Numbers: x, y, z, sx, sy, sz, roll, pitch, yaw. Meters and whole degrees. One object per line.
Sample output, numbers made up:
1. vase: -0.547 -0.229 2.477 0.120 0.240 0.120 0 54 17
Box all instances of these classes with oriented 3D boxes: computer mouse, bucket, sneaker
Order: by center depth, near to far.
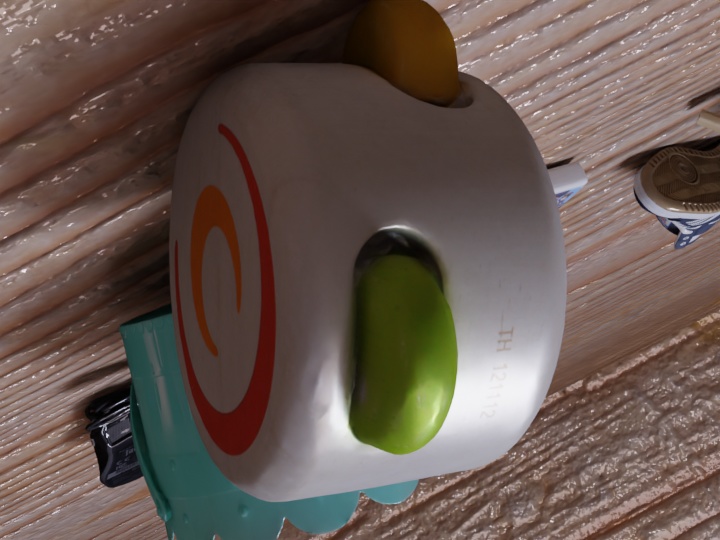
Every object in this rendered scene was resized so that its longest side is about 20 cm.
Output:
1. bucket: -0.044 0.068 0.657 0.205 0.136 0.207 -17 -176 1
2. computer mouse: -0.159 0.107 0.878 0.139 0.046 0.200 -26 160 -20
3. sneaker: 0.295 -0.063 1.009 0.199 0.071 0.108 -17 161 -42

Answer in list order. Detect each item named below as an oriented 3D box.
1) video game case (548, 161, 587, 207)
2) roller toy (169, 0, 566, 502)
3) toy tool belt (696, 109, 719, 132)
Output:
1. video game case: 0.062 -0.016 0.870 0.198 0.023 0.182 -16 162 -31
2. roller toy: 0.000 0.000 0.483 0.138 0.202 0.183 -4 153 -26
3. toy tool belt: 0.368 -0.123 0.896 0.122 0.127 0.199 2 -178 39
